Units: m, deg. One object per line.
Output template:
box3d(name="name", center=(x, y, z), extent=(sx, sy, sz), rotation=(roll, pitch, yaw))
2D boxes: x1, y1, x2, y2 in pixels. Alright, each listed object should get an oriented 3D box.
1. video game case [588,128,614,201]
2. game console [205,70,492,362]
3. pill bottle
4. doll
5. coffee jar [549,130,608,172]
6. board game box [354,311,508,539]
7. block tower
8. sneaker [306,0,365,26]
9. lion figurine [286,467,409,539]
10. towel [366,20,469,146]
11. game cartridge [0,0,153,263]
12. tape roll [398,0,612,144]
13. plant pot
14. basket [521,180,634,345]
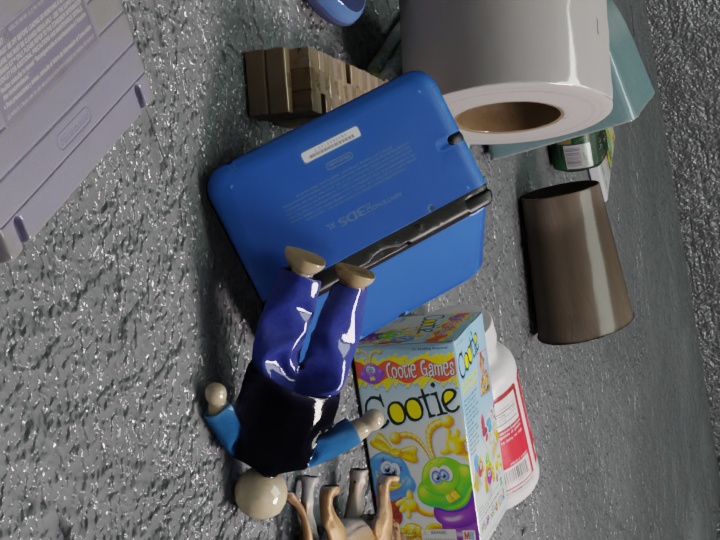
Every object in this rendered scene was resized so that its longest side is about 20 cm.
box3d(name="video game case", center=(0.420, -0.256, 2.406), extent=(0.183, 0.023, 0.201), rotation=(-73, 150, -43))
box3d(name="game console", center=(-0.007, -0.034, 1.061), extent=(0.172, 0.199, 0.118), rotation=(63, -14, -3))
box3d(name="pill bottle", center=(0.115, 0.143, 1.398), extent=(0.112, 0.111, 0.201), rotation=(-61, 141, -55))
box3d(name="doll", center=(-0.045, 0.090, 0.981), extent=(0.048, 0.136, 0.201), rotation=(-134, -119, -70))
box3d(name="coffee jar", center=(0.322, -0.260, 2.061), extent=(0.104, 0.085, 0.201), rotation=(-55, 137, -55))
box3d(name="board game box", center=(0.068, 0.152, 1.285), extent=(0.105, 0.102, 0.202), rotation=(-34, 118, -66))
box3d(name="block tower", center=(-0.031, -0.148, 1.157), extent=(0.200, 0.054, 0.058), rotation=(-1, 87, -69))
box3d(name="sneaker", center=(-0.023, -0.307, 1.165), extent=(0.074, 0.082, 0.201), rotation=(-56, 138, -50))
box3d(name="lion figurine", center=(-0.012, 0.233, 1.130), extent=(0.199, 0.072, 0.124), rotation=(7, 86, -54))
box3d(name="towel", center=(0.060, -0.167, 1.414), extent=(0.200, 0.048, 0.172), rotation=(-63, 140, -54))
box3d(name="game cartridge", center=(-0.188, -0.110, 0.769), extent=(0.200, 0.038, 0.130), rotation=(-64, 139, -53))
box3d(name="tape roll", center=(0.138, -0.213, 1.292), extent=(0.203, 0.201, 0.140), rotation=(22, 64, -67))
box3d(name="plant pot", center=(0.249, -0.281, 1.749), extent=(0.201, 0.195, 0.196), rotation=(70, 24, -11))
box3d(name="basket", center=(0.300, -0.017, 1.897), extent=(0.180, 0.135, 0.202), rotation=(-29, 110, -61))
